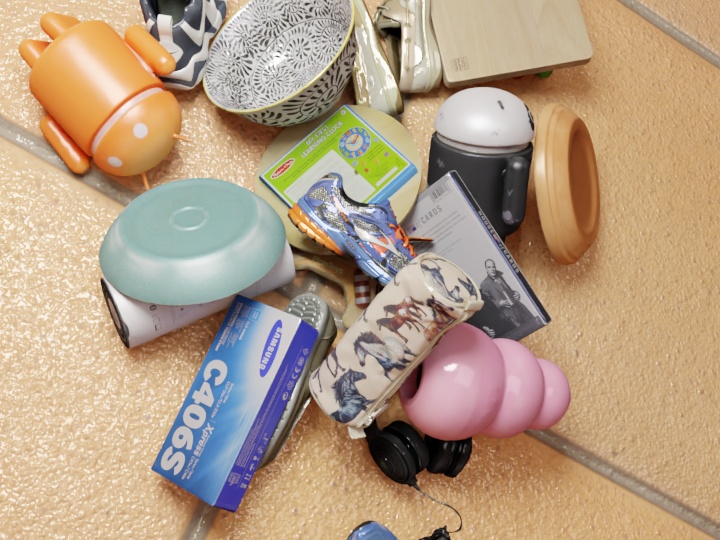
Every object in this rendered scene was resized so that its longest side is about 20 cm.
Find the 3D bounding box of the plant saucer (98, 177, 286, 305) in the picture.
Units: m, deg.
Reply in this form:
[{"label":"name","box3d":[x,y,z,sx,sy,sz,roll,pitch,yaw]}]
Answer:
[{"label":"plant saucer","box3d":[-0.178,-0.043,0.881,0.197,0.036,0.201,-1,39,1]}]

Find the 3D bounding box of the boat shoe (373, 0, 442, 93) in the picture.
[{"label":"boat shoe","box3d":[0.051,-0.327,1.086,0.064,0.072,0.203,-9,83,-22]}]

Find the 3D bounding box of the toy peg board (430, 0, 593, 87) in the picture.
[{"label":"toy peg board","box3d":[0.184,-0.341,1.135,0.196,0.098,0.203,-11,77,-5]}]

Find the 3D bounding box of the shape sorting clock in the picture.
[{"label":"shape sorting clock","box3d":[-0.026,-0.108,0.977,0.197,0.039,0.203,-3,66,6]}]

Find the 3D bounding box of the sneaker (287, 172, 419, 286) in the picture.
[{"label":"sneaker","box3d":[0.021,-0.033,0.884,0.199,0.075,0.079,32,95,-3]}]

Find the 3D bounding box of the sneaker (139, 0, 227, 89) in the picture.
[{"label":"sneaker","box3d":[-0.202,-0.323,0.951,0.078,0.130,0.201,12,64,1]}]

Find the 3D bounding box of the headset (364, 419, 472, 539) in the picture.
[{"label":"headset","box3d":[0.066,0.209,0.949,0.122,0.094,0.202,-2,60,-22]}]

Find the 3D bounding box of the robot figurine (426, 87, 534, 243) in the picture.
[{"label":"robot figurine","box3d":[0.142,-0.115,0.998,0.149,0.202,0.125,16,29,24]}]

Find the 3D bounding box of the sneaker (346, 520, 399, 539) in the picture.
[{"label":"sneaker","box3d":[0.051,0.356,0.879,0.078,0.089,0.202,-25,84,-24]}]

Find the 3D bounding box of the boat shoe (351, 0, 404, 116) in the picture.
[{"label":"boat shoe","box3d":[-0.008,-0.279,1.050,0.066,0.074,0.202,-22,75,3]}]

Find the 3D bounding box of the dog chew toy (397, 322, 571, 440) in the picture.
[{"label":"dog chew toy","box3d":[0.141,0.127,0.909,0.198,0.124,0.126,12,71,-21]}]

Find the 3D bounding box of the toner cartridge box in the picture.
[{"label":"toner cartridge box","box3d":[-0.128,0.133,0.862,0.094,0.043,0.202,17,76,32]}]

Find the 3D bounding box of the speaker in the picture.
[{"label":"speaker","box3d":[-0.172,0.010,0.907,0.198,0.081,0.082,-23,83,-23]}]

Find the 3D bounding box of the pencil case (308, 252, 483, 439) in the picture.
[{"label":"pencil case","box3d":[0.035,0.072,0.831,0.077,0.200,0.090,-1,47,-54]}]

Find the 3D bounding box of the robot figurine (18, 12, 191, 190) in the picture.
[{"label":"robot figurine","box3d":[-0.274,-0.188,0.908,0.200,0.117,0.144,47,65,-1]}]

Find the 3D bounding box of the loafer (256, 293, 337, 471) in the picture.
[{"label":"loafer","box3d":[-0.075,0.128,0.907,0.070,0.075,0.202,38,77,-52]}]

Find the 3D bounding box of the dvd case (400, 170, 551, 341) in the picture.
[{"label":"dvd case","box3d":[0.107,0.008,0.971,0.201,0.150,0.025,58,36,4]}]

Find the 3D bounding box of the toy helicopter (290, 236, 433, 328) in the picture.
[{"label":"toy helicopter","box3d":[0.000,0.000,0.965,0.198,0.079,0.134,25,90,6]}]

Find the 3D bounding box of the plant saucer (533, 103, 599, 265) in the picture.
[{"label":"plant saucer","box3d":[0.263,-0.109,1.044,0.199,0.037,0.203,11,78,-60]}]

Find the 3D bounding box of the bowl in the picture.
[{"label":"bowl","box3d":[-0.078,-0.238,0.985,0.198,0.094,0.203,-14,54,20]}]
